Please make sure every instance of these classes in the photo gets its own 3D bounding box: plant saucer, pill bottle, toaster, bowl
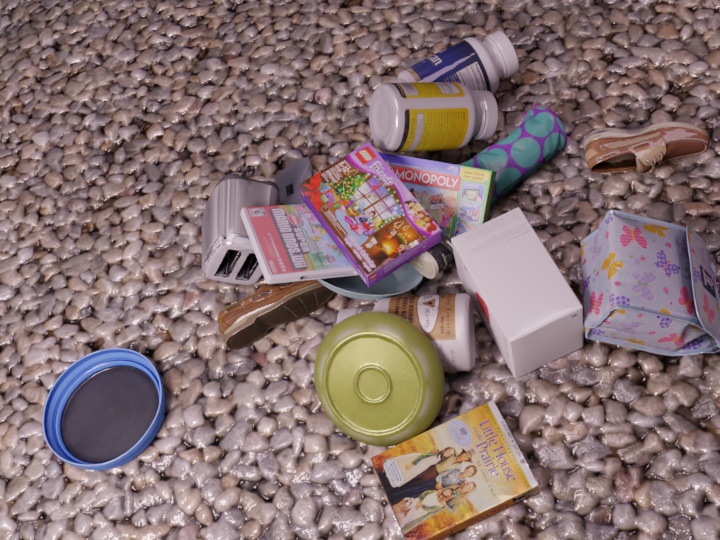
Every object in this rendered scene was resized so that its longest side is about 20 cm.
[{"bbox_3d":[0.021,0.161,1.370,0.198,0.031,0.202,3,100,17],"label":"plant saucer"},{"bbox_3d":[0.069,0.096,1.424,0.198,0.115,0.115,-4,57,11],"label":"pill bottle"},{"bbox_3d":[0.000,0.000,1.513,0.199,0.039,0.202,9,29,-5],"label":"plant saucer"},{"bbox_3d":[0.123,-0.254,1.572,0.198,0.112,0.112,-6,52,-23],"label":"pill bottle"},{"bbox_3d":[-0.194,-0.064,1.551,0.113,0.200,0.130,10,60,-21],"label":"toaster"},{"bbox_3d":[0.175,-0.342,1.683,0.199,0.111,0.111,-28,56,-6],"label":"pill bottle"},{"bbox_3d":[-0.400,0.220,1.502,0.198,0.039,0.202,-7,57,10],"label":"bowl"}]

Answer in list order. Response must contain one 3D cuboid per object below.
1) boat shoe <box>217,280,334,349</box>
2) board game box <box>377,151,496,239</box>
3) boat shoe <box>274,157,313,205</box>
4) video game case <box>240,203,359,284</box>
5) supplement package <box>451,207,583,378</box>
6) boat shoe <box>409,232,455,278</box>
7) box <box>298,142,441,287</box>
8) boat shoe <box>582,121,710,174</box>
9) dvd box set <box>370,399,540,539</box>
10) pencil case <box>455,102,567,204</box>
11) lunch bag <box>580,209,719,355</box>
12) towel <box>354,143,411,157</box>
[{"bbox_3d":[-0.139,0.049,1.530,0.198,0.072,0.068,-25,56,-4],"label":"boat shoe"},{"bbox_3d":[0.111,-0.109,1.536,0.198,0.029,0.136,12,99,24],"label":"board game box"},{"bbox_3d":[-0.100,-0.124,1.634,0.073,0.068,0.200,-27,30,8],"label":"boat shoe"},{"bbox_3d":[-0.072,-0.047,1.468,0.198,0.018,0.144,-5,52,-27],"label":"video game case"},{"bbox_3d":[0.233,0.033,1.422,0.119,0.122,0.201,-24,55,-3],"label":"supplement package"},{"bbox_3d":[0.071,-0.073,1.516,0.067,0.072,0.200,-38,66,-17],"label":"boat shoe"},{"bbox_3d":[0.013,-0.089,1.464,0.136,0.039,0.200,-32,64,-13],"label":"box"},{"bbox_3d":[0.462,-0.189,1.545,0.198,0.076,0.072,-4,60,22],"label":"boat shoe"},{"bbox_3d":[0.131,0.287,1.337,0.198,0.029,0.147,-24,55,-2],"label":"dvd box set"},{"bbox_3d":[0.245,-0.188,1.583,0.199,0.085,0.093,-36,70,-11],"label":"pencil case"},{"bbox_3d":[0.430,0.020,1.373,0.198,0.127,0.171,14,58,-12],"label":"lunch bag"},{"bbox_3d":[0.055,-0.144,1.632,0.198,0.035,0.133,18,62,23],"label":"towel"}]
